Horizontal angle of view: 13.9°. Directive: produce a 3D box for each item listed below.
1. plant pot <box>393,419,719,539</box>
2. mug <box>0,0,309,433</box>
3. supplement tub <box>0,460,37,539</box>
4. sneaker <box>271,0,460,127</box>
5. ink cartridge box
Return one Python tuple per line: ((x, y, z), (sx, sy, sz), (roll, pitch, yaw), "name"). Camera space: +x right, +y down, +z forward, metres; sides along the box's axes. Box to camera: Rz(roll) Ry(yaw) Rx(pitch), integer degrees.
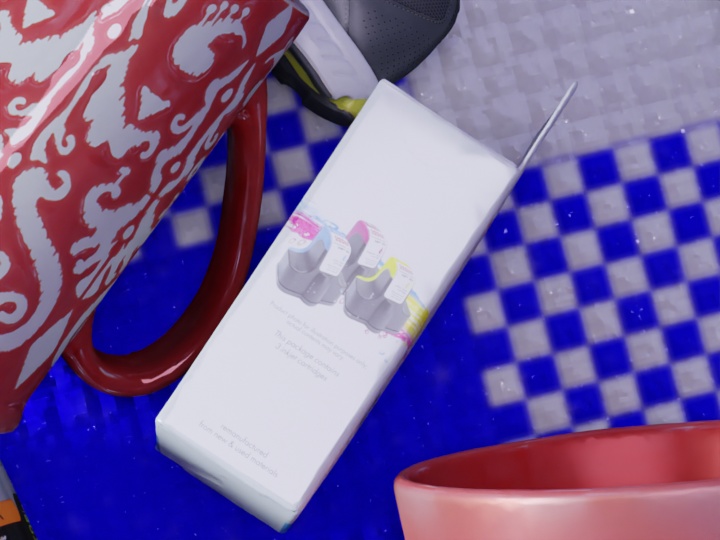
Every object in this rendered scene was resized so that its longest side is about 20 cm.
((0.118, 0.155, 1.118), (0.200, 0.200, 0.178), (-6, 93, -5), "plant pot")
((-0.114, -0.052, 1.146), (0.133, 0.177, 0.200), (42, 97, 27), "mug")
((-0.163, 0.162, 1.123), (0.122, 0.123, 0.200), (-25, 84, -7), "supplement tub")
((-0.035, -0.158, 1.213), (0.085, 0.074, 0.200), (-34, 94, -14), "sneaker")
((0.000, 0.000, 1.162), (0.068, 0.115, 0.200), (34, 80, 1), "ink cartridge box")
